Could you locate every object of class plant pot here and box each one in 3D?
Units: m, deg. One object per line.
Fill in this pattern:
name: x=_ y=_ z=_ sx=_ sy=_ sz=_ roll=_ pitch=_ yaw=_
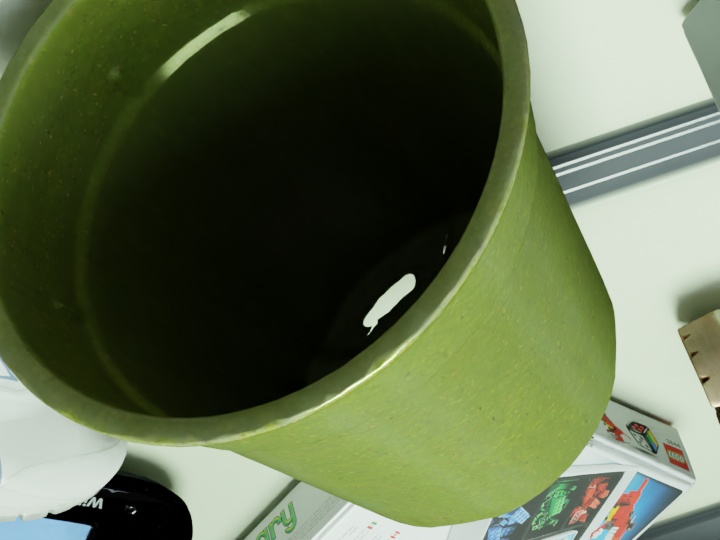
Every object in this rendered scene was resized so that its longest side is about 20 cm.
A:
plant pot: x=0.000 y=0.000 z=1.011 sx=0.199 sy=0.201 sz=0.190 roll=-28 pitch=145 yaw=12

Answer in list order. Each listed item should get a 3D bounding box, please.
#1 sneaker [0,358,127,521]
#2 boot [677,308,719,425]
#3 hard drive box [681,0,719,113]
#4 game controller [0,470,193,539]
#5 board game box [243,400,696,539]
sneaker: x=-0.148 y=0.021 z=1.056 sx=0.087 sy=0.075 sz=0.200 roll=-40 pitch=131 yaw=16
boot: x=0.210 y=0.075 z=1.207 sx=0.107 sy=0.075 sz=0.200 roll=-27 pitch=133 yaw=4
hard drive box: x=0.241 y=-0.087 z=1.054 sx=0.199 sy=0.077 sz=0.156 roll=19 pitch=125 yaw=-30
game controller: x=-0.165 y=0.108 z=1.154 sx=0.199 sy=0.042 sz=0.105 roll=12 pitch=129 yaw=-26
board game box: x=0.024 y=0.118 z=1.219 sx=0.126 sy=0.035 sz=0.200 roll=24 pitch=123 yaw=-34
